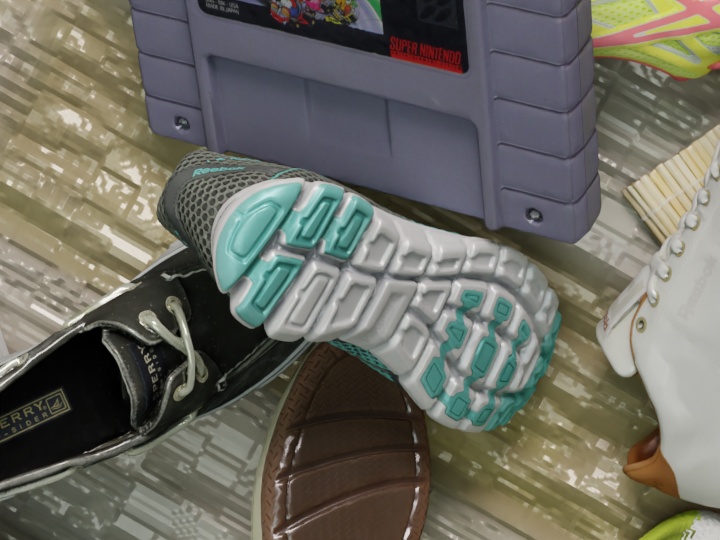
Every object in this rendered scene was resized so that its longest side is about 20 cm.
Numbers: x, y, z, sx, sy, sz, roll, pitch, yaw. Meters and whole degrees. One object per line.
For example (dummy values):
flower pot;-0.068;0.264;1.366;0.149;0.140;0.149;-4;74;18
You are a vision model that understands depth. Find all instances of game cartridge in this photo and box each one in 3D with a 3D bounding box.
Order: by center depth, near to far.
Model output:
game cartridge;-0.004;-0.089;1.051;0.199;0.038;0.130;16;137;27

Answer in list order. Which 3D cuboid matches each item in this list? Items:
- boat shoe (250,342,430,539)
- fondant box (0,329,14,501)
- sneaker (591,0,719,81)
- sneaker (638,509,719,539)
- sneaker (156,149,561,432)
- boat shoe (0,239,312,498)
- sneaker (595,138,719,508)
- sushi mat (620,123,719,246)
boat shoe;-0.019;0.129;1.131;0.074;0.075;0.203;10;78;-17
fondant box;-0.252;0.050;1.159;0.199;0.058;0.145;-17;98;12
sneaker;0.144;-0.118;1.073;0.199;0.078;0.091;-5;129;1
sneaker;0.099;0.194;1.125;0.200;0.076;0.105;-40;93;12
sneaker;0.000;0.000;1.080;0.200;0.091;0.078;31;90;-43
boat shoe;-0.088;0.040;1.102;0.200;0.064;0.071;-30;100;-11
sneaker;0.134;0.002;1.071;0.084;0.073;0.201;6;109;13
sushi mat;0.203;0.020;1.111;0.096;0.012;0.200;-36;93;12
